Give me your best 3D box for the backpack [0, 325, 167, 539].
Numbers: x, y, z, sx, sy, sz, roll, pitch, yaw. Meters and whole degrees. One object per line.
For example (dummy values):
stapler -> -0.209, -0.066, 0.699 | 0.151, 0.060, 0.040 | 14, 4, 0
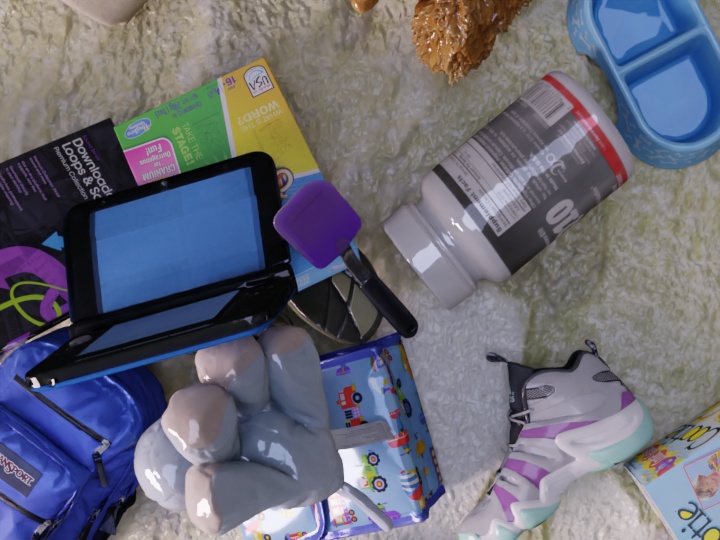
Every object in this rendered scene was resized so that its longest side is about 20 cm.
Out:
backpack -> -0.263, 0.160, 0.913 | 0.161, 0.168, 0.201 | 34, 95, -2

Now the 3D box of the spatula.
spatula -> 0.000, 0.000, 0.879 | 0.057, 0.200, 0.020 | -47, 45, -6

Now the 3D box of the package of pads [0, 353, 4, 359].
package of pads -> -0.405, 0.021, 0.940 | 0.154, 0.068, 0.202 | -30, 86, 48

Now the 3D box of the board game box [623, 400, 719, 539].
board game box -> 0.339, 0.159, 0.890 | 0.199, 0.103, 0.106 | -34, 87, 4

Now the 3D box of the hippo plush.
hippo plush -> -0.096, 0.131, 0.863 | 0.198, 0.160, 0.162 | 8, 77, -37

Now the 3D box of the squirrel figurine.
squirrel figurine -> 0.066, -0.261, 0.869 | 0.140, 0.187, 0.201 | -24, 110, 33

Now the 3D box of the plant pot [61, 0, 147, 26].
plant pot -> -0.209, -0.324, 0.911 | 0.200, 0.200, 0.184 | 42, 105, 4

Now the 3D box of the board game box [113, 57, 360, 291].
board game box -> -0.108, -0.066, 0.922 | 0.151, 0.040, 0.202 | -26, 72, -4

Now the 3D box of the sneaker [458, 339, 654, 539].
sneaker -> 0.141, 0.138, 0.927 | 0.199, 0.078, 0.141 | -35, 85, -5

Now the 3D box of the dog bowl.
dog bowl -> 0.258, -0.188, 0.926 | 0.110, 0.050, 0.202 | -27, 87, 5

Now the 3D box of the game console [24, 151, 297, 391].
game console -> -0.160, -0.005, 0.828 | 0.197, 0.171, 0.120 | -16, 100, 10

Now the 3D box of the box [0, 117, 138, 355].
box -> -0.268, -0.034, 0.925 | 0.199, 0.036, 0.144 | -31, 88, -35

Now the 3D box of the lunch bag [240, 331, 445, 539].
lunch bag -> -0.043, 0.158, 0.944 | 0.197, 0.094, 0.153 | -17, 90, 17

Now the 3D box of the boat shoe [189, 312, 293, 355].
boat shoe -> -0.158, 0.044, 0.948 | 0.196, 0.076, 0.073 | 5, 90, 5

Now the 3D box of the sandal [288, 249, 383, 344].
sandal -> -0.061, -0.007, 0.952 | 0.200, 0.057, 0.080 | 34, 76, 13

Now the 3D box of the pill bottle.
pill bottle -> 0.124, -0.064, 0.905 | 0.199, 0.114, 0.114 | -39, 87, 4
